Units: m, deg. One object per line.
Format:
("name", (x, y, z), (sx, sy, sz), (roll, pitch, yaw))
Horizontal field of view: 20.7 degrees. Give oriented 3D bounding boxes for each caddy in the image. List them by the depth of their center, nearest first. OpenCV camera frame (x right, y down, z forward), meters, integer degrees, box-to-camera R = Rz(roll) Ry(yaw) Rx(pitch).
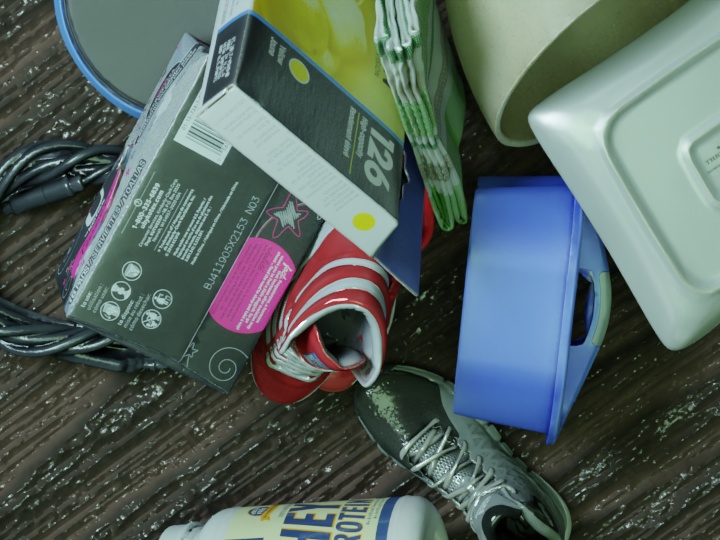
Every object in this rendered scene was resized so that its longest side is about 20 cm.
("caddy", (0.125, 0.021, 1.392), (0.104, 0.141, 0.202), (6, 101, 5))

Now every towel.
("towel", (0.047, -0.142, 1.313), (0.030, 0.150, 0.200), (-6, 144, 13))

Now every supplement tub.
("supplement tub", (-0.040, 0.240, 1.422), (0.198, 0.145, 0.146), (-5, 100, 14))

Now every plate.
("plate", (0.243, -0.076, 1.323), (0.199, 0.032, 0.201), (-34, 103, -6))

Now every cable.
("cable", (-0.212, -0.015, 1.435), (0.199, 0.051, 0.164), (14, 100, -1))

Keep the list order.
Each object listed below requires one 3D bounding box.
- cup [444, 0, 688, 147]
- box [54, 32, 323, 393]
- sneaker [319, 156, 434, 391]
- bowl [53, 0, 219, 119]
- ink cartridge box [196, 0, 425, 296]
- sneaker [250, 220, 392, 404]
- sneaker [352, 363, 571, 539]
("cup", (0.134, -0.203, 1.342), (0.200, 0.200, 0.144), (-38, 72, 7))
("box", (-0.108, -0.042, 1.354), (0.132, 0.115, 0.201), (27, 96, -18))
("sneaker", (0.000, 0.000, 1.401), (0.078, 0.116, 0.201), (15, 100, -2))
("bowl", (-0.122, -0.199, 1.406), (0.199, 0.039, 0.202), (0, 100, 1))
("ink cartridge box", (-0.012, -0.115, 1.271), (0.047, 0.198, 0.200), (-34, 123, 32))
("sneaker", (-0.032, 0.053, 1.336), (0.071, 0.113, 0.200), (19, 134, -11))
("sneaker", (0.079, 0.147, 1.427), (0.200, 0.116, 0.075), (39, 99, -6))
